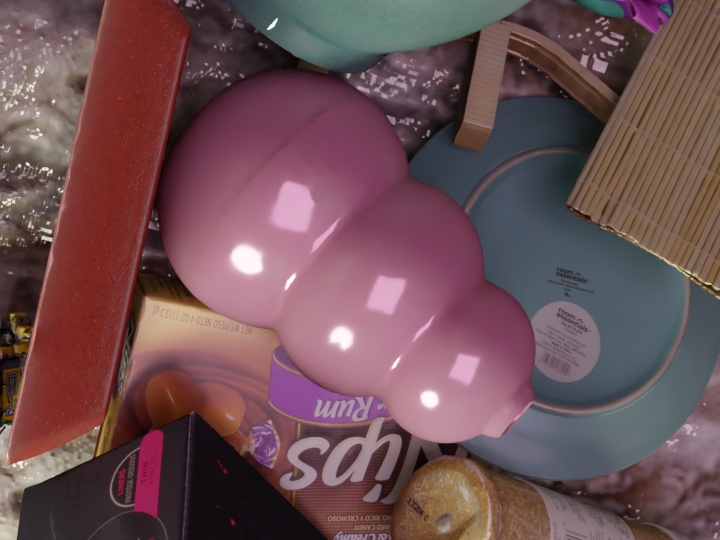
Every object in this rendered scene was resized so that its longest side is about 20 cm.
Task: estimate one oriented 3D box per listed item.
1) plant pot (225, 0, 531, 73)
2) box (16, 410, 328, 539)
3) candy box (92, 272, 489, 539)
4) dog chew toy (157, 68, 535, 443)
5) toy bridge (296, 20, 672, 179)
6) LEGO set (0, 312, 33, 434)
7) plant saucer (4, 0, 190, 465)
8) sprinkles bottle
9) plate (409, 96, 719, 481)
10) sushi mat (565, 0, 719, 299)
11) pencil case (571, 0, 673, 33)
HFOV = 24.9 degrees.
[{"bbox_3d":[0.001,-0.176,0.735,0.199,0.201,0.134,33,120,-18],"label":"plant pot"},{"bbox_3d":[-0.065,0.183,0.777,0.105,0.123,0.200,-25,131,20],"label":"box"},{"bbox_3d":[-0.031,0.081,0.841,0.198,0.056,0.118,13,99,-15],"label":"candy box"},{"bbox_3d":[0.000,0.000,0.760,0.200,0.125,0.125,43,90,11],"label":"dog chew toy"},{"bbox_3d":[0.061,-0.095,0.823,0.198,0.027,0.068,15,65,-5],"label":"toy bridge"},{"bbox_3d":[-0.218,0.024,0.722,0.152,0.200,0.117,4,100,6],"label":"LEGO set"},{"bbox_3d":[-0.109,-0.021,0.703,0.036,0.200,0.202,13,87,-9],"label":"plant saucer"},{"bbox_3d":[0.103,0.149,0.845,0.199,0.068,0.069,24,96,-42],"label":"sprinkles bottle"},{"bbox_3d":[0.104,0.006,0.836,0.198,0.026,0.202,3,80,-18],"label":"plate"},{"bbox_3d":[0.183,-0.086,0.819,0.095,0.012,0.201,28,66,5],"label":"sushi mat"},{"bbox_3d":[0.149,-0.222,0.798,0.085,0.092,0.202,14,101,-42],"label":"pencil case"}]
